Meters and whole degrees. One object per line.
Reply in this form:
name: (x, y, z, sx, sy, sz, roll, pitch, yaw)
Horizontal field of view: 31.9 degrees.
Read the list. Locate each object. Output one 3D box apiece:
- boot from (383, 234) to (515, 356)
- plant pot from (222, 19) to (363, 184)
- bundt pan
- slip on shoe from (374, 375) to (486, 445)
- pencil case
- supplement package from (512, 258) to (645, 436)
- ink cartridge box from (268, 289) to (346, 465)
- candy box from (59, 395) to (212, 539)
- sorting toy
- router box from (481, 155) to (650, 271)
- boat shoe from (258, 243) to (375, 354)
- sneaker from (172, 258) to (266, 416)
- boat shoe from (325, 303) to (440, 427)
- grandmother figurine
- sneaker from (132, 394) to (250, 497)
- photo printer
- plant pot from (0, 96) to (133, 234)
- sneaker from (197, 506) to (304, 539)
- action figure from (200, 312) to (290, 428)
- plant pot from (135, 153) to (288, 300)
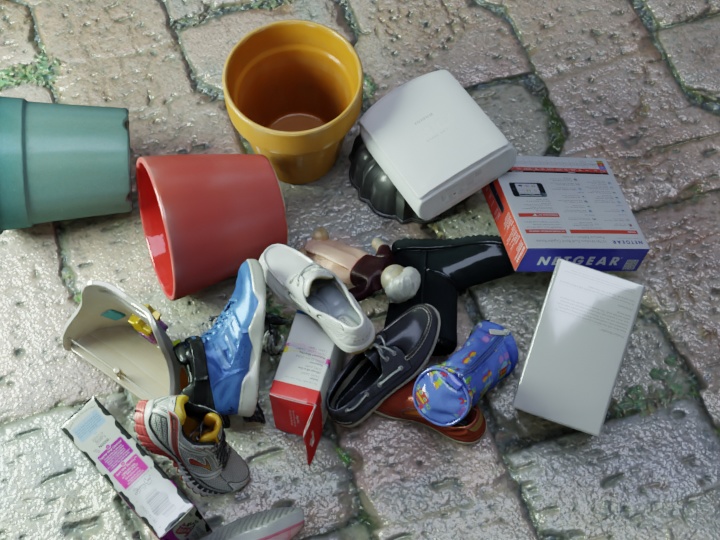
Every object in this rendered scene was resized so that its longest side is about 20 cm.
boot: (0.131, 0.039, 1.749, 0.197, 0.077, 0.170, 0, 59, 6)
plant pot: (-0.095, -0.227, 1.833, 0.197, 0.184, 0.202, 0, 61, 0)
bundt pan: (0.080, -0.174, 1.867, 0.199, 0.076, 0.204, 0, 61, 0)
slip on shoe: (0.077, 0.171, 1.688, 0.198, 0.061, 0.075, 23, 65, 13)
pencil case: (0.143, 0.130, 1.645, 0.078, 0.087, 0.200, 39, 31, 12)
supplement package: (0.284, 0.102, 1.654, 0.120, 0.120, 0.202, 18, 88, 9)
ink cartridge box: (-0.070, 0.142, 1.672, 0.066, 0.117, 0.202, 13, 61, 9)
candy box: (-0.281, 0.265, 1.593, 0.061, 0.137, 0.200, -43, 70, -15)
sorting toy: (-0.301, 0.083, 1.668, 0.199, 0.181, 0.107, 32, 66, 16)
router box: (0.284, -0.082, 1.781, 0.197, 0.049, 0.181, 1, 49, -21)
boat shoe: (-0.057, 0.022, 1.632, 0.199, 0.070, 0.071, 38, 69, 24)
sneaker: (-0.182, 0.082, 1.615, 0.110, 0.077, 0.203, 6, 86, -12)
boat shoe: (0.029, 0.121, 1.656, 0.200, 0.063, 0.073, -48, 63, 0)
grandmother figurine: (0.000, 0.000, 1.742, 0.198, 0.061, 0.122, 17, 68, 39)
sneaker: (-0.199, 0.223, 1.592, 0.081, 0.200, 0.079, -18, 49, 25)
photo printer: (0.100, -0.186, 1.774, 0.165, 0.070, 0.201, -31, 57, -6)
plant pot: (-0.425, -0.155, 1.801, 0.193, 0.201, 0.202, -2, 61, -10)
sneaker: (-0.148, 0.374, 1.580, 0.199, 0.075, 0.106, -21, 97, -33)
action figure: (-0.156, 0.106, 1.701, 0.117, 0.102, 0.202, 3, 64, -1)
plant pot: (-0.205, -0.075, 1.761, 0.175, 0.201, 0.202, -13, 62, -19)
